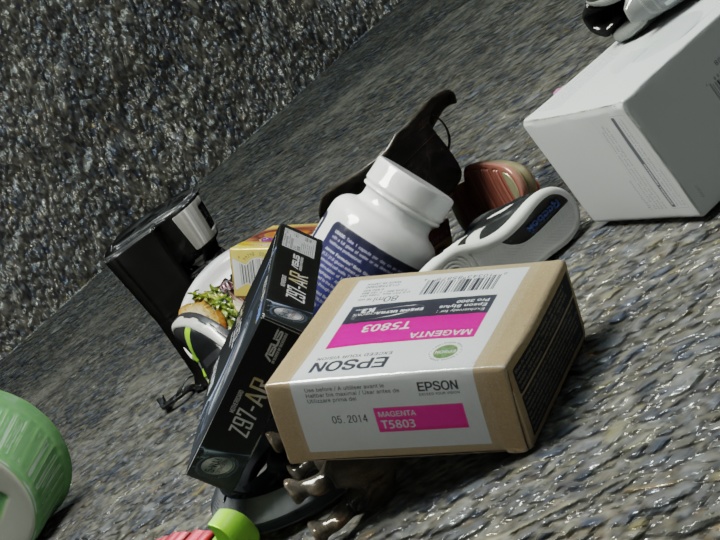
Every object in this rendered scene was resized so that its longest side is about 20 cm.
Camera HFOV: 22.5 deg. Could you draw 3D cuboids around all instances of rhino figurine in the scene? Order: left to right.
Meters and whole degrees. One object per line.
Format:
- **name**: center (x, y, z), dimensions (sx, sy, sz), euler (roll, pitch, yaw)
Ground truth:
- **rhino figurine**: center (-0.026, 0.131, 1.451), dimensions (0.087, 0.060, 0.200), euler (-31, 32, 2)

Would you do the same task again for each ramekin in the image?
- **ramekin**: center (-0.437, 0.241, 2.059), dimensions (0.200, 0.200, 0.098), euler (-33, 20, 24)

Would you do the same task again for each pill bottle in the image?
- **pill bottle**: center (0.000, 0.000, 1.668), dimensions (0.200, 0.111, 0.111), euler (-58, 10, 7)

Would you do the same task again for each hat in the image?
- **hat**: center (0.047, -0.088, 1.779), dimensions (0.200, 0.081, 0.201), euler (-41, -3, -3)

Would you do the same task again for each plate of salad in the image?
- **plate of salad**: center (-0.115, 0.030, 2.026), dimensions (0.199, 0.048, 0.201), euler (-13, 47, 14)

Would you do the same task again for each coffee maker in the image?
- **coffee maker**: center (-0.214, 0.032, 2.152), dimensions (0.192, 0.200, 0.135), euler (-41, 11, -15)

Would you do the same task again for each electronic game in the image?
- **electronic game**: center (-0.043, 0.156, 1.555), dimensions (0.200, 0.042, 0.200), euler (-29, 19, 11)

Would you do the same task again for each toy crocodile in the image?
- **toy crocodile**: center (-0.147, 0.242, 1.496), dimensions (0.068, 0.062, 0.200), euler (-46, 14, -35)

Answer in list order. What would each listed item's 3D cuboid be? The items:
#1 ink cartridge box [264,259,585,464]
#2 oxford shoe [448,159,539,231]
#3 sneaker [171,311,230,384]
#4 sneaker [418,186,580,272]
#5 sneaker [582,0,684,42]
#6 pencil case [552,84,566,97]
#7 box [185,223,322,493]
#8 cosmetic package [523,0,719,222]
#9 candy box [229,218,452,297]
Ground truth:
- **ink cartridge box**: center (0.051, 0.067, 1.370), dimensions (0.199, 0.075, 0.165), euler (-5, 26, 25)
- **oxford shoe**: center (0.145, -0.084, 1.806), dimensions (0.074, 0.071, 0.200), euler (-26, 2, -12)
- **sneaker**: center (-0.122, 0.109, 1.709), dimensions (0.200, 0.072, 0.083), euler (30, 81, 38)
- **sneaker**: center (0.105, 0.000, 1.659), dimensions (0.200, 0.073, 0.112), euler (-34, 6, -22)
- **sneaker**: center (0.243, -0.261, 1.613), dimensions (0.115, 0.075, 0.200), euler (-37, 12, 12)
- **pencil case**: center (0.258, -0.160, 1.752), dimensions (0.087, 0.088, 0.200), euler (-43, 12, -22)
- **box**: center (-0.086, 0.070, 1.529), dimensions (0.200, 0.043, 0.161), euler (-84, 19, -66)
- **cosmetic package**: center (0.278, -0.148, 1.544), dimensions (0.199, 0.123, 0.200), euler (-41, 13, -14)
- **candy box**: center (-0.018, -0.012, 1.831), dimensions (0.199, 0.057, 0.117), euler (-3, 12, 22)
